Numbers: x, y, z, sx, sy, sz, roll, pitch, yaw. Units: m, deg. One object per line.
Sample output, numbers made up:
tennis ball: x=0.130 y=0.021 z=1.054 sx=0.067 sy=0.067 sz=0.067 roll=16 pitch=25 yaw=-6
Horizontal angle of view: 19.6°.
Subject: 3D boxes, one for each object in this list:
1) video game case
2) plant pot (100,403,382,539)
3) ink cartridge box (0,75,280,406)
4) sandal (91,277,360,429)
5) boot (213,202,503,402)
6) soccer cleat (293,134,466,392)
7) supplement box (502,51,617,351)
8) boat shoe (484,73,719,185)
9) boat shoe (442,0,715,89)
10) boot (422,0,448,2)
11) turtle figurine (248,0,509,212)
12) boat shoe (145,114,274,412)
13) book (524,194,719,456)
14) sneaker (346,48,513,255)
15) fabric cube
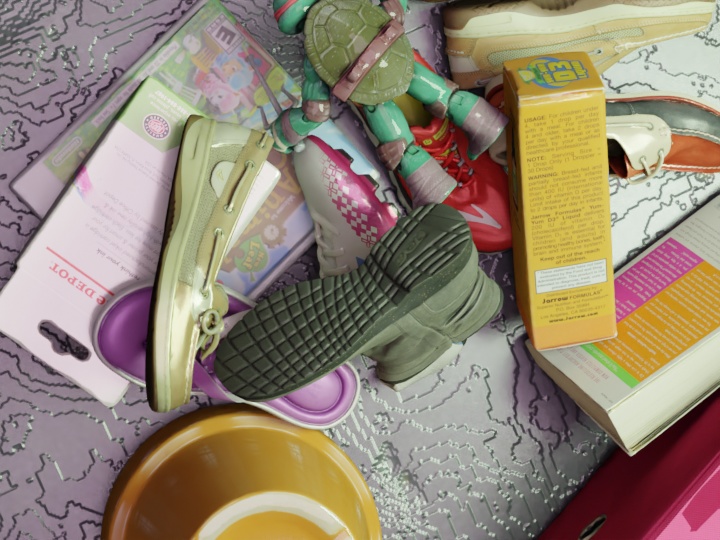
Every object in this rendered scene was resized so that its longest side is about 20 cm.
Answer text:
video game case: x=-0.116 y=-0.064 z=1.489 sx=0.200 sy=0.022 sz=0.182 roll=-45 pitch=99 yaw=-6
plant pot: x=-0.073 y=0.200 z=1.424 sx=0.199 sy=0.183 sz=0.202 roll=0 pitch=92 yaw=-10
ink cartridge box: x=-0.159 y=-0.019 z=1.438 sx=0.117 sy=0.067 sz=0.201 roll=36 pitch=86 yaw=-11
sandal: x=-0.082 y=0.056 z=1.412 sx=0.202 sy=0.050 sz=0.083 roll=16 pitch=93 yaw=-27
boot: x=0.007 y=0.048 z=1.405 sx=0.199 sy=0.131 sz=0.068 roll=-32 pitch=58 yaw=-4
soccer cleat: x=0.000 y=0.000 z=1.474 sx=0.086 sy=0.070 sz=0.200 roll=-39 pitch=111 yaw=-8
supplement box: x=0.138 y=-0.047 z=1.450 sx=0.068 sy=0.067 sz=0.201 roll=-10 pitch=122 yaw=-3
boat shoe: x=0.183 y=-0.093 z=1.505 sx=0.199 sy=0.071 sz=0.063 roll=9 pitch=54 yaw=-14
boat shoe: x=0.160 y=-0.166 z=1.519 sx=0.198 sy=0.072 sz=0.077 roll=-5 pitch=105 yaw=0
boot: x=0.029 y=-0.261 z=1.485 sx=0.199 sy=0.070 sz=0.147 roll=-11 pitch=92 yaw=-10
turtle figurine: x=-0.002 y=-0.134 z=1.401 sx=0.200 sy=0.101 sz=0.150 roll=43 pitch=87 yaw=-2
boat shoe: x=-0.100 y=-0.003 z=1.359 sx=0.063 sy=0.073 sz=0.202 roll=10 pitch=66 yaw=-7
book: x=0.230 y=0.028 z=1.501 sx=0.200 sy=0.134 sz=0.048 roll=-36 pitch=125 yaw=-6
sneaker: x=0.049 y=-0.090 z=1.486 sx=0.077 sy=0.085 sz=0.200 roll=-40 pitch=98 yaw=-6
fabric cube: x=0.267 y=0.207 z=1.481 sx=0.200 sy=0.196 sz=0.200 roll=43 pitch=85 yaw=-9
